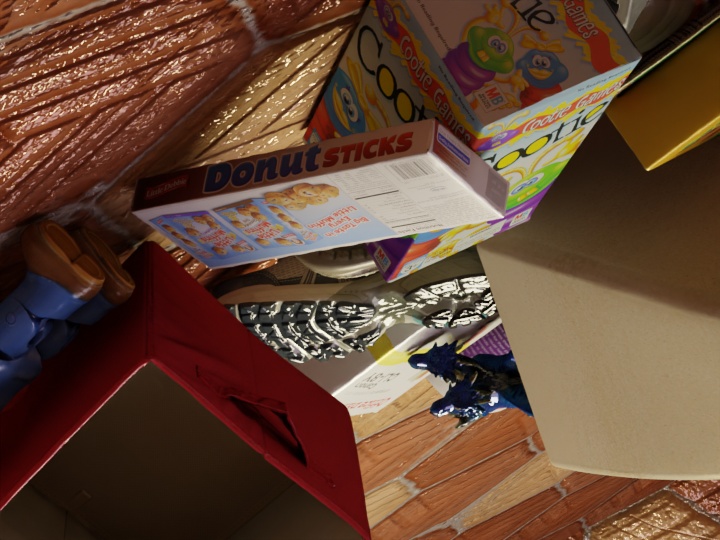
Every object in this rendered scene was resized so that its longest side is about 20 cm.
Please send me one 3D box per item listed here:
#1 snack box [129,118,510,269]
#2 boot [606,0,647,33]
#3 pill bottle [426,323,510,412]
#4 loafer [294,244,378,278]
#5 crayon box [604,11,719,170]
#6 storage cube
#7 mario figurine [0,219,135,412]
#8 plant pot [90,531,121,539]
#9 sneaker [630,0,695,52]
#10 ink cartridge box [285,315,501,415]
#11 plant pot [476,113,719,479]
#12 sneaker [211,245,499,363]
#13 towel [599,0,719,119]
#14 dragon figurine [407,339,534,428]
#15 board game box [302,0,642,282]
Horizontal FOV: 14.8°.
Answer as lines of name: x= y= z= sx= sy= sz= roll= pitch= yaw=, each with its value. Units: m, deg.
snack box: x=-0.023 y=-0.038 z=1.456 sx=0.200 sy=0.024 sz=0.072 roll=-10 pitch=148 yaw=36
boot: x=0.194 y=-0.199 z=1.501 sx=0.200 sy=0.073 sz=0.182 roll=-30 pitch=161 yaw=-32
pill bottle: x=0.135 y=0.020 z=2.013 sx=0.111 sy=0.111 sz=0.200 roll=-19 pitch=169 yaw=-42
loafer: x=0.039 y=-0.044 z=1.703 sx=0.200 sy=0.076 sz=0.067 roll=-25 pitch=159 yaw=-25
crayon box: x=0.220 y=-0.121 z=1.604 sx=0.127 sy=0.051 sz=0.200 roll=-37 pitch=174 yaw=28
storage cube: x=-0.114 y=0.121 z=1.566 sx=0.200 sy=0.171 sz=0.180 roll=-45 pitch=-162 yaw=12
mario figurine: x=-0.225 y=0.045 z=1.505 sx=0.200 sy=0.106 sz=0.123 roll=-44 pitch=128 yaw=9
plant pot: x=-0.156 y=0.150 z=1.763 sx=0.195 sy=0.201 sz=0.201 roll=-45 pitch=163 yaw=18
sneaker: x=0.100 y=-0.121 z=1.606 sx=0.088 sy=0.075 sz=0.200 roll=3 pitch=138 yaw=-47
ink cartridge box: x=0.037 y=0.016 z=1.892 sx=0.200 sy=0.083 sz=0.145 roll=-36 pitch=167 yaw=19
plant pot: x=0.222 y=0.018 z=1.732 sx=0.200 sy=0.177 sz=0.200 roll=-41 pitch=129 yaw=-27
sneaker: x=0.000 y=0.000 z=1.776 sx=0.200 sy=0.086 sz=0.078 roll=-9 pitch=147 yaw=6
towel: x=0.207 y=-0.054 z=1.845 sx=0.193 sy=0.035 sz=0.200 roll=-36 pitch=129 yaw=-13
dragon figurine: x=0.120 y=0.074 z=1.890 sx=0.200 sy=0.059 sz=0.099 roll=-3 pitch=175 yaw=-20
board game box: x=0.055 y=-0.093 z=1.502 sx=0.103 sy=0.105 sz=0.200 roll=-25 pitch=164 yaw=-23
